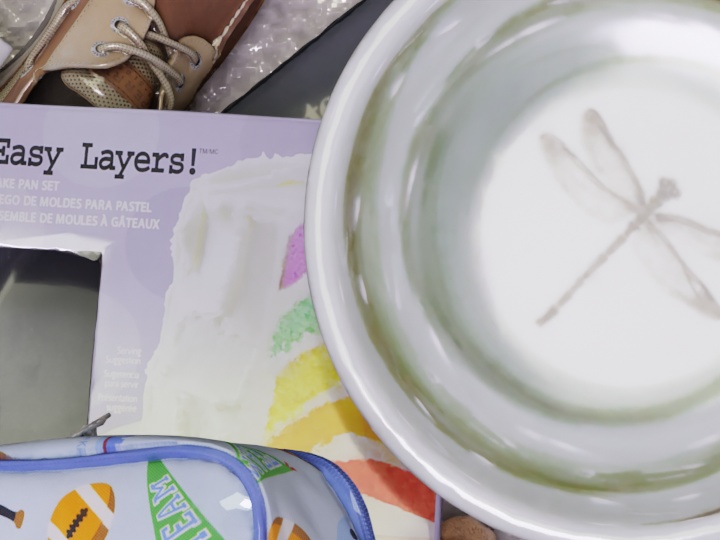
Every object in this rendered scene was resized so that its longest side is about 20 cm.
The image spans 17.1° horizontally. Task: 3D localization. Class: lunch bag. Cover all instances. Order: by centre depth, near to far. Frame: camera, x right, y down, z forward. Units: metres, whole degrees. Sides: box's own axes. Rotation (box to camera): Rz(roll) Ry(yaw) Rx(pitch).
[{"bbox_3d":[-0.072,0.139,0.678,0.159,0.075,0.201,-6,82,29],"label":"lunch bag"}]

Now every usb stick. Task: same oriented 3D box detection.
[{"bbox_3d":[-0.032,-0.042,0.887,0.200,0.033,0.055,-39,73,-10],"label":"usb stick"}]

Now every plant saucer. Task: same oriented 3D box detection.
[{"bbox_3d":[0.083,-0.012,0.744,0.199,0.050,0.202,0,83,4],"label":"plant saucer"}]

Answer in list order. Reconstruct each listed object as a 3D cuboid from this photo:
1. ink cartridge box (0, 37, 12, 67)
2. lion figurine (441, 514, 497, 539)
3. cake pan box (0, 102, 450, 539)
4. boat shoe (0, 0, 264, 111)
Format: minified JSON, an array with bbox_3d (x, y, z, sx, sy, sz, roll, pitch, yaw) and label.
[{"bbox_3d":[-0.231,-0.031,0.904,0.201,0.068,0.115,-55,34,-4],"label":"ink cartridge box"},{"bbox_3d":[0.092,0.107,0.788,0.200,0.072,0.123,-54,37,33],"label":"lion figurine"},{"bbox_3d":[-0.069,0.039,0.781,0.199,0.052,0.185,4,72,2],"label":"cake pan box"},{"bbox_3d":[-0.089,-0.073,0.893,0.076,0.072,0.200,36,95,-26],"label":"boat shoe"}]
